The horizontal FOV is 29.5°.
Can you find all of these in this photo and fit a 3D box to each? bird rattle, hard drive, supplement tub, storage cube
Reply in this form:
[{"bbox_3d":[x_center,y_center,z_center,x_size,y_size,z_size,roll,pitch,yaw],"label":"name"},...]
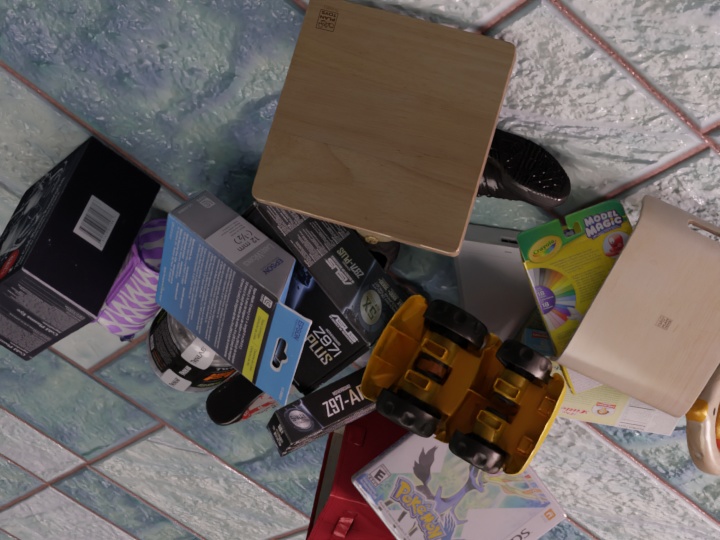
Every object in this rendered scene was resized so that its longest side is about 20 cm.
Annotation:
[{"bbox_3d":[0.390,0.144,1.457,0.112,0.163,0.201,20,140,35],"label":"bird rattle"},{"bbox_3d":[0.174,0.030,1.525,0.131,0.026,0.201,9,142,18],"label":"hard drive"},{"bbox_3d":[-0.184,0.071,1.662,0.122,0.123,0.200,28,156,-9],"label":"supplement tub"},{"bbox_3d":[0.045,0.266,1.766,0.178,0.201,0.171,17,145,-4],"label":"storage cube"}]

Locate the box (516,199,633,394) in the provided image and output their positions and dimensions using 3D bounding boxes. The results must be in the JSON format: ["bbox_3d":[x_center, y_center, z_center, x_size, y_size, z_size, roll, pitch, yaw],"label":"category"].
[{"bbox_3d":[0.237,0.022,1.396,0.117,0.048,0.201,-19,120,8],"label":"box"}]

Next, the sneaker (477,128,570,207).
[{"bbox_3d":[0.105,-0.100,1.365,0.199,0.060,0.104,28,144,1],"label":"sneaker"}]

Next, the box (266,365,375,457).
[{"bbox_3d":[-0.010,0.152,1.619,0.044,0.199,0.160,63,168,8],"label":"box"}]

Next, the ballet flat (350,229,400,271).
[{"bbox_3d":[0.000,0.000,1.551,0.066,0.057,0.200,22,145,-1],"label":"ballet flat"}]

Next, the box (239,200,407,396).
[{"bbox_3d":[-0.064,0.017,1.523,0.200,0.086,0.164,51,141,0],"label":"box"}]

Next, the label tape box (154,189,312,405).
[{"bbox_3d":[-0.125,0.029,1.473,0.199,0.066,0.144,36,138,17],"label":"label tape box"}]

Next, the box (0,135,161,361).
[{"bbox_3d":[-0.349,-0.023,1.584,0.104,0.201,0.182,36,142,-22],"label":"box"}]

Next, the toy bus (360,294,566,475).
[{"bbox_3d":[0.123,0.136,1.471,0.199,0.136,0.192,28,174,21],"label":"toy bus"}]

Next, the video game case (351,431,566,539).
[{"bbox_3d":[0.118,0.271,1.639,0.200,0.182,0.022,52,-177,-9],"label":"video game case"}]

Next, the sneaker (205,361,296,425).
[{"bbox_3d":[-0.102,0.132,1.780,0.201,0.108,0.068,-32,84,14],"label":"sneaker"}]

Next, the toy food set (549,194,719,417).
[{"bbox_3d":[0.297,0.039,1.358,0.143,0.060,0.201,24,112,-5],"label":"toy food set"}]

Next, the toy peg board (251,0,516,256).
[{"bbox_3d":[0.026,-0.129,1.287,0.199,0.201,0.098,16,175,8],"label":"toy peg board"}]

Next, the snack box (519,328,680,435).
[{"bbox_3d":[0.267,0.126,1.529,0.198,0.037,0.117,10,142,-2],"label":"snack box"}]

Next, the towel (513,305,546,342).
[{"bbox_3d":[0.252,0.069,1.506,0.146,0.022,0.200,16,142,-9],"label":"towel"}]

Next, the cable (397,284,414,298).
[{"bbox_3d":[0.095,0.085,1.645,0.200,0.050,0.097,54,163,-19],"label":"cable"}]

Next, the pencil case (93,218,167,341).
[{"bbox_3d":[-0.272,0.010,1.685,0.085,0.084,0.200,-4,155,-32],"label":"pencil case"}]
